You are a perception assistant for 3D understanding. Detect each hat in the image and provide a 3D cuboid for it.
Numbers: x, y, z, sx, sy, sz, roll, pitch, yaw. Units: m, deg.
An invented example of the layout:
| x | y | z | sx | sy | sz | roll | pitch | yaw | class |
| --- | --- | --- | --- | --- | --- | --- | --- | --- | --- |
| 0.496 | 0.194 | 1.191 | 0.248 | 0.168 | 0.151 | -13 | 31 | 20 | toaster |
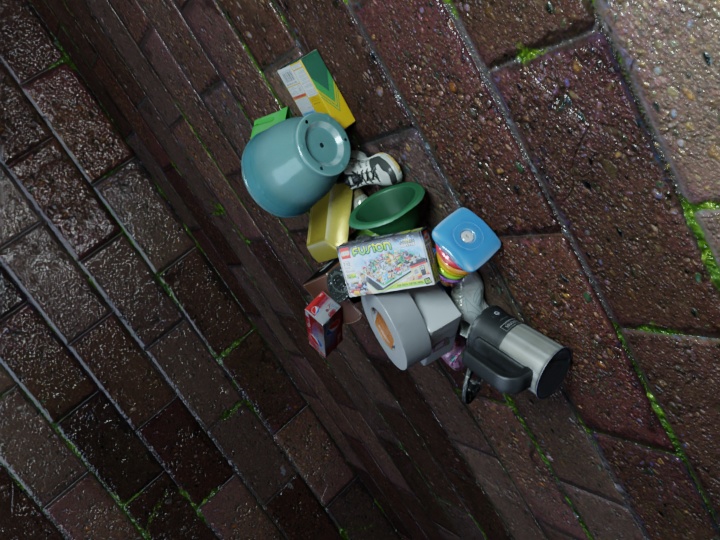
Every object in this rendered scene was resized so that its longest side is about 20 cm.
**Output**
| x | y | z | sx | sy | sz | roll | pitch | yaw | class |
| --- | --- | --- | --- | --- | --- | --- | --- | --- | --- |
| 0.089 | -0.071 | 1.481 | 0.164 | 0.200 | 0.178 | 7 | 130 | 47 | hat |

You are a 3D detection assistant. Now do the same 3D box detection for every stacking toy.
| x | y | z | sx | sy | sz | roll | pitch | yaw | class |
| --- | --- | --- | --- | --- | --- | --- | --- | --- | --- |
| 0.188 | -0.020 | 1.420 | 0.116 | 0.109 | 0.201 | 45 | 155 | 14 | stacking toy |

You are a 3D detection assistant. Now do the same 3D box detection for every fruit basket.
| x | y | z | sx | sy | sz | roll | pitch | yaw | class |
| --- | --- | --- | --- | --- | --- | --- | --- | --- | --- |
| -0.156 | -0.280 | 1.735 | 0.211 | 0.157 | 0.217 | 3 | 141 | 2 | fruit basket |

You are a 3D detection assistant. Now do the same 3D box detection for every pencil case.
| x | y | z | sx | sy | sz | roll | pitch | yaw | class |
| --- | --- | --- | --- | --- | --- | --- | --- | --- | --- |
| 0.189 | 0.164 | 1.766 | 0.199 | 0.087 | 0.088 | 37 | 155 | 31 | pencil case |

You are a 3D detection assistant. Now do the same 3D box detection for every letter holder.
| x | y | z | sx | sy | sz | roll | pitch | yaw | class |
| --- | --- | --- | --- | --- | --- | --- | --- | --- | --- |
| -0.035 | 0.045 | 1.700 | 0.143 | 0.100 | 0.200 | 51 | 159 | -6 | letter holder |

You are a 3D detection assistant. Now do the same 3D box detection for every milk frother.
| x | y | z | sx | sy | sz | roll | pitch | yaw | class |
| --- | --- | --- | --- | --- | --- | --- | --- | --- | --- |
| 0.308 | 0.212 | 1.460 | 0.187 | 0.180 | 0.202 | 33 | 149 | 40 | milk frother |

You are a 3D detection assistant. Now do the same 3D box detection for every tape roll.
| x | y | z | sx | sy | sz | roll | pitch | yaw | class |
| --- | --- | --- | --- | --- | --- | --- | --- | --- | --- |
| 0.075 | 0.111 | 1.524 | 0.202 | 0.065 | 0.201 | 57 | 164 | 25 | tape roll |

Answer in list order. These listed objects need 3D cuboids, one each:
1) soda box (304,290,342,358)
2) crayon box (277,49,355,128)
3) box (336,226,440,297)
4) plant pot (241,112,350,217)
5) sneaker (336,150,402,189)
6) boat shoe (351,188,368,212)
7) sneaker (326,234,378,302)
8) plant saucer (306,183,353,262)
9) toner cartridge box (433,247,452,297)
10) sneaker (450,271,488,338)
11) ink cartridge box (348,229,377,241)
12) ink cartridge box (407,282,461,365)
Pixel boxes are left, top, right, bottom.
| x | y | z | sx | sy | sz | roll | pitch | yaw | class |
| --- | --- | --- | --- | --- | --- | --- | --- | --- | --- |
| -0.088 | 0.134 | 1.725 | 0.063 | 0.070 | 0.201 | 38 | 157 | 18 | soda box |
| -0.088 | -0.364 | 1.525 | 0.125 | 0.051 | 0.202 | 9 | 132 | 60 | crayon box |
| 0.053 | -0.015 | 1.411 | 0.197 | 0.035 | 0.112 | -10 | 102 | 31 | box |
| -0.122 | -0.234 | 1.490 | 0.187 | 0.200 | 0.201 | -19 | 109 | 52 | plant pot |
| 0.011 | -0.206 | 1.530 | 0.199 | 0.087 | 0.076 | 16 | 138 | 54 | sneaker |
| -0.025 | -0.154 | 1.722 | 0.067 | 0.073 | 0.199 | 63 | 155 | -3 | boat shoe |
| 0.000 | 0.000 | 1.531 | 0.200 | 0.090 | 0.077 | -48 | 64 | 38 | sneaker |
| -0.080 | -0.130 | 1.691 | 0.048 | 0.204 | 0.199 | 9 | 172 | -21 | plant saucer |
| 0.176 | 0.033 | 1.607 | 0.094 | 0.043 | 0.201 | 14 | 143 | 51 | toner cartridge box |
| 0.228 | 0.063 | 1.529 | 0.070 | 0.080 | 0.202 | 21 | 142 | 55 | sneaker |
| 0.070 | -0.028 | 1.715 | 0.199 | 0.076 | 0.149 | 13 | 136 | 56 | ink cartridge box |
| 0.143 | 0.102 | 1.569 | 0.145 | 0.084 | 0.201 | 57 | 164 | 24 | ink cartridge box |
